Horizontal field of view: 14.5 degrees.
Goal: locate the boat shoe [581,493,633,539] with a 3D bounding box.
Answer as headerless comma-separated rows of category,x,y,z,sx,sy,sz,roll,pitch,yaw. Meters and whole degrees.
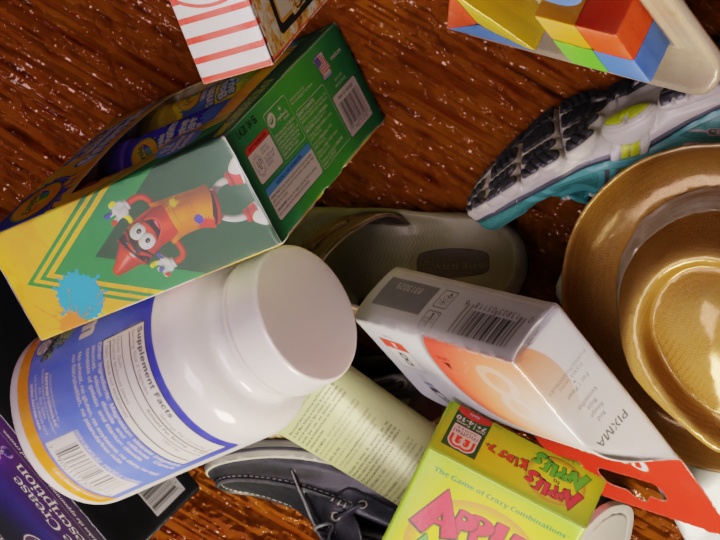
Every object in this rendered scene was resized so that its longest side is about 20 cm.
boat shoe,0.097,0.208,1.772,0.060,0.074,0.200,49,120,35

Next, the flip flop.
flip flop,0.000,0.000,1.692,0.199,0.058,0.082,-2,86,17

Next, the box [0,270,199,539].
box,-0.215,0.095,1.779,0.200,0.079,0.141,51,152,-9

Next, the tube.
tube,0.010,0.100,1.697,0.200,0.052,0.058,32,78,-4

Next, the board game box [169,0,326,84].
board game box,-0.062,-0.210,1.546,0.046,0.200,0.152,-13,109,23

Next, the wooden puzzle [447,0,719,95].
wooden puzzle,0.082,-0.162,1.520,0.185,0.046,0.200,19,161,35

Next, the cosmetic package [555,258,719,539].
cosmetic package,0.205,0.064,1.663,0.101,0.074,0.201,-23,104,25

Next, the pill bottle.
pill bottle,-0.100,0.056,1.640,0.200,0.112,0.112,-26,105,37

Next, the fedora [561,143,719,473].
fedora,0.198,0.033,1.563,0.200,0.082,0.201,5,114,11

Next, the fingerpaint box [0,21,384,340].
fingerpaint box,-0.098,-0.055,1.631,0.166,0.200,0.074,-21,105,26

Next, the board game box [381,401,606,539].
board game box,0.058,0.180,1.670,0.101,0.048,0.200,27,130,4

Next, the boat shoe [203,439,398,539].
boat shoe,-0.005,0.149,1.765,0.199,0.075,0.063,13,75,9

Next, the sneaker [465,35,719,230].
sneaker,0.151,-0.060,1.622,0.199,0.078,0.080,-21,114,25

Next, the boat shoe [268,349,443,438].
boat shoe,-0.045,0.067,1.751,0.199,0.073,0.065,5,111,5

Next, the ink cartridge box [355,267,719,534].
ink cartridge box,0.104,0.088,1.630,0.162,0.050,0.200,14,146,56
